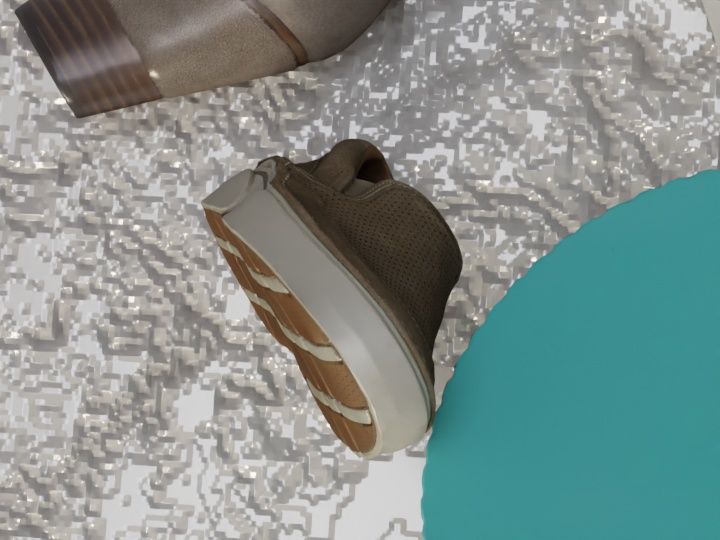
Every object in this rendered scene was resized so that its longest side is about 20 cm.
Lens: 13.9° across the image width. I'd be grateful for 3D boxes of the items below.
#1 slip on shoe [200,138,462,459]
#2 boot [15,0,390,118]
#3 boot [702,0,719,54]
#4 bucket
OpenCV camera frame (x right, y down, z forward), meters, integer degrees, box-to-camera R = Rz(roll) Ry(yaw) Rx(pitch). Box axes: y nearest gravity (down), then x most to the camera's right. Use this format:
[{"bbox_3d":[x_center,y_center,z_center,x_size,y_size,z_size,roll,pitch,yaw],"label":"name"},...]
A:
[{"bbox_3d":[0.000,0.000,0.863,0.060,0.200,0.076,-28,100,-4],"label":"slip on shoe"},{"bbox_3d":[-0.065,-0.148,0.958,0.146,0.070,0.201,-30,80,-2],"label":"boot"},{"bbox_3d":[0.154,-0.097,0.915,0.090,0.073,0.201,-13,84,-6],"label":"boot"},{"bbox_3d":[0.120,0.078,0.821,0.206,0.135,0.208,-12,55,18],"label":"bucket"}]
